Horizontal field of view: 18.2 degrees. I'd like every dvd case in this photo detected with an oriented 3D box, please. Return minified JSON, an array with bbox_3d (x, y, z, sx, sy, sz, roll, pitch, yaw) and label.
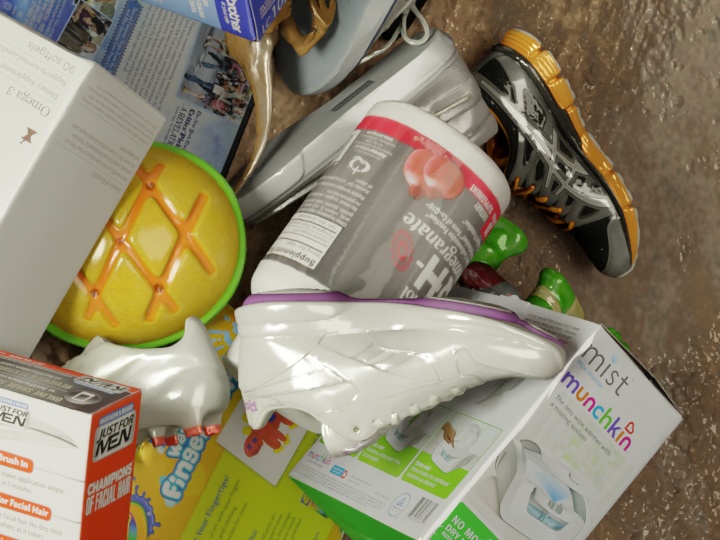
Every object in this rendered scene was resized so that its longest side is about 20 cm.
[{"bbox_3d":[-0.164,-0.129,1.500,0.199,0.018,0.143,28,74,-25],"label":"dvd case"}]

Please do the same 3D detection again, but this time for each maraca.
[{"bbox_3d":[-0.173,-0.014,1.445,0.199,0.107,0.138,-6,84,-3],"label":"maraca"}]

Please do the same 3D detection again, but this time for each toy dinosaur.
[{"bbox_3d":[-0.069,-0.152,1.500,0.060,0.106,0.201,-10,81,-48],"label":"toy dinosaur"}]

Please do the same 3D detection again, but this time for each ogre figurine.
[{"bbox_3d":[0.086,0.031,1.590,0.120,0.098,0.200,-47,110,-23],"label":"ogre figurine"}]

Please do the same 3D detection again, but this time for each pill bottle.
[{"bbox_3d":[0.000,0.000,1.444,0.111,0.111,0.200,40,76,-22],"label":"pill bottle"}]

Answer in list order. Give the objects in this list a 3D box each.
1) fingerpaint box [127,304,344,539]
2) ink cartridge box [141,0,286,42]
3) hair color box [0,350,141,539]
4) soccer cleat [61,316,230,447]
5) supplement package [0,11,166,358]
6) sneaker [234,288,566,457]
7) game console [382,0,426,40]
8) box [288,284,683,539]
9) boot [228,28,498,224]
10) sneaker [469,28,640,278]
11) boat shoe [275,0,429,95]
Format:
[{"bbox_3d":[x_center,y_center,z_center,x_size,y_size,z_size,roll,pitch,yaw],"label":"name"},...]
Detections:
[{"bbox_3d":[-0.094,0.146,1.498,0.167,0.073,0.201,34,70,-25],"label":"fingerpaint box"},{"bbox_3d":[-0.096,-0.234,1.433,0.137,0.199,0.077,-58,157,-29],"label":"ink cartridge box"},{"bbox_3d":[-0.197,0.158,1.311,0.064,0.110,0.201,-25,126,-62],"label":"hair color box"},{"bbox_3d":[-0.177,0.084,1.418,0.199,0.069,0.078,-14,82,13],"label":"soccer cleat"},{"bbox_3d":[-0.230,-0.047,1.356,0.201,0.117,0.117,-61,159,-3],"label":"supplement package"},{"bbox_3d":[0.023,0.063,1.340,0.199,0.075,0.100,2,89,9],"label":"sneaker"},{"bbox_3d":[0.004,-0.300,1.601,0.175,0.116,0.201,30,71,6],"label":"game console"},{"bbox_3d":[0.074,0.110,1.427,0.177,0.200,0.097,-49,113,-13],"label":"box"},{"bbox_3d":[0.004,-0.072,1.545,0.200,0.074,0.096,-37,110,-4],"label":"boot"},{"bbox_3d":[0.136,-0.076,1.643,0.077,0.078,0.201,-34,102,-12],"label":"sneaker"},{"bbox_3d":[0.017,-0.192,1.515,0.086,0.202,0.075,-9,59,-37],"label":"boat shoe"}]
